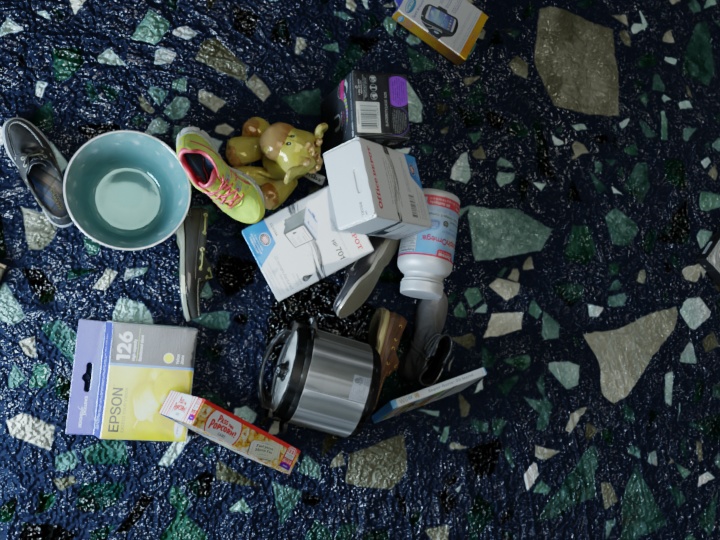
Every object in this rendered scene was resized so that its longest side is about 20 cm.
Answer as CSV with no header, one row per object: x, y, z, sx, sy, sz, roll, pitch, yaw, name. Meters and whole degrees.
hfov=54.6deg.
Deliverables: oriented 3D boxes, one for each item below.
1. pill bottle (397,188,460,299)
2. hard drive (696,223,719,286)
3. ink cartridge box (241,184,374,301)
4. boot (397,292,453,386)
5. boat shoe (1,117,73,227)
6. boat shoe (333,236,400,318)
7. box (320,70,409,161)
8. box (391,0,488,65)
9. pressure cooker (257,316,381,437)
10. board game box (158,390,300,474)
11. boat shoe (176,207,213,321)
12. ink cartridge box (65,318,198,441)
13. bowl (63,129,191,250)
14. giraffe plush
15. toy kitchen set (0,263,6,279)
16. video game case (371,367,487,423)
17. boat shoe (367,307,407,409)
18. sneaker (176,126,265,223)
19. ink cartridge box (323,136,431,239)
0.131,-0.050,1.362,0.108,0.109,0.201,12,77,-18,pill bottle
0.915,-0.010,1.683,0.200,0.038,0.140,44,74,-12,hard drive
-0.096,-0.055,1.281,0.199,0.086,0.147,-28,95,-3,ink cartridge box
0.145,0.127,1.348,0.070,0.132,0.201,20,79,-16,boot
-0.536,-0.167,1.165,0.070,0.066,0.201,-24,94,-20,boat shoe
0.000,0.000,1.356,0.063,0.073,0.200,29,78,24,boat shoe
0.003,-0.278,1.293,0.106,0.200,0.123,-1,86,-19,box
0.158,-0.535,1.455,0.200,0.041,0.119,32,76,-12,box
-0.080,0.189,1.236,0.199,0.179,0.176,17,39,-15,pressure cooker
-0.221,0.271,1.173,0.200,0.151,0.046,37,68,-29,board game box
-0.291,-0.012,1.236,0.060,0.072,0.202,-3,84,-16,boat shoe
-0.390,0.189,1.201,0.199,0.047,0.199,6,85,-22,ink cartridge box
-0.396,-0.128,1.191,0.200,0.105,0.202,2,86,-20,bowl
-0.136,-0.204,1.258,0.199,0.162,0.174,6,84,-18,giraffe plush
-0.648,0.004,1.051,0.163,0.180,0.201,23,83,-17,toy kitchen set
0.128,0.239,1.330,0.199,0.143,0.018,-16,73,-20,video game case
0.044,0.174,1.341,0.067,0.072,0.201,17,78,-15,boat shoe
-0.241,-0.146,1.177,0.078,0.090,0.200,-39,113,15,sneaker
0.033,-0.141,1.251,0.200,0.084,0.145,5,69,-57,ink cartridge box
